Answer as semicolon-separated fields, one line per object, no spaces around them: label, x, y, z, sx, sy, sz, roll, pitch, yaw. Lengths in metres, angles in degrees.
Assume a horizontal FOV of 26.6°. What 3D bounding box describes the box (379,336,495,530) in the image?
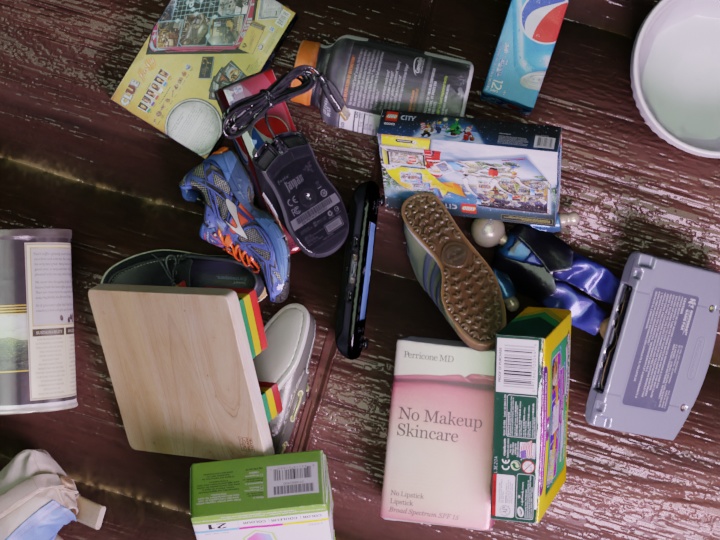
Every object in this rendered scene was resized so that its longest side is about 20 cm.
box;0.097;0.180;1.707;0.127;0.109;0.202;5;90;9

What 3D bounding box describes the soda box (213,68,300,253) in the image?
soda box;-0.097;-0.123;1.720;0.063;0.070;0.201;-24;100;-13

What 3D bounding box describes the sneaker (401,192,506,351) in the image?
sneaker;0.106;0.013;1.702;0.067;0.090;0.201;-24;65;-8

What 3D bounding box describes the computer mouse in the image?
computer mouse;-0.060;-0.124;1.670;0.140;0.046;0.201;-39;109;-19

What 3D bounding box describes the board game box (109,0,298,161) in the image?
board game box;-0.181;-0.246;1.761;0.135;0.035;0.201;32;90;1

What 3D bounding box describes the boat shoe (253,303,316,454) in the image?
boat shoe;-0.096;0.138;1.743;0.072;0.060;0.203;17;84;43

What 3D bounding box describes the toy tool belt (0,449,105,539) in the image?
toy tool belt;-0.389;0.307;1.716;0.123;0.125;0.200;42;91;10

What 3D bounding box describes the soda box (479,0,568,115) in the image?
soda box;0.197;-0.285;1.738;0.064;0.068;0.201;17;89;2

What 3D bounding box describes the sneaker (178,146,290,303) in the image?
sneaker;-0.139;-0.042;1.708;0.078;0.076;0.201;-25;64;-16

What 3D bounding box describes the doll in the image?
doll;0.216;-0.006;1.744;0.199;0.048;0.137;31;92;7

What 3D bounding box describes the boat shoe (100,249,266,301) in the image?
boat shoe;-0.203;0.013;1.746;0.198;0.062;0.075;-1;91;2

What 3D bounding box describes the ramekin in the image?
ramekin;0.398;-0.224;1.715;0.198;0.105;0.202;0;90;1

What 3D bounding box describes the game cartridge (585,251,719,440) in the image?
game cartridge;0.336;0.087;1.717;0.132;0.041;0.202;13;96;-23

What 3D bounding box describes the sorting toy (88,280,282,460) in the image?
sorting toy;-0.185;0.103;1.687;0.198;0.070;0.201;2;114;33

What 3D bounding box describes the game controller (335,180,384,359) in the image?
game controller;0.000;0.000;1.720;0.042;0.104;0.202;6;90;-3

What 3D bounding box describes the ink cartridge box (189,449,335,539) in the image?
ink cartridge box;-0.100;0.293;1.674;0.147;0.201;0.076;-6;45;1

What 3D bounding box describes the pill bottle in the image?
pill bottle;0.022;-0.205;1.721;0.198;0.106;0.107;13;90;2

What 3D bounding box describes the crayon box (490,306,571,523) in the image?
crayon box;0.188;0.153;1.662;0.058;0.172;0.202;4;99;16

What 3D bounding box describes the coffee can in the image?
coffee can;-0.393;0.056;1.706;0.145;0.146;0.202;-3;89;1

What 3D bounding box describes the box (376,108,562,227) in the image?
box;0.122;-0.113;1.689;0.198;0.137;0.038;7;58;10
